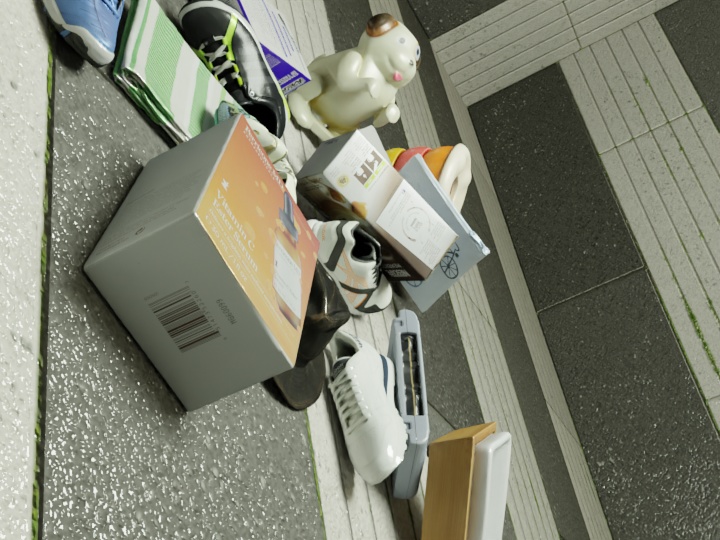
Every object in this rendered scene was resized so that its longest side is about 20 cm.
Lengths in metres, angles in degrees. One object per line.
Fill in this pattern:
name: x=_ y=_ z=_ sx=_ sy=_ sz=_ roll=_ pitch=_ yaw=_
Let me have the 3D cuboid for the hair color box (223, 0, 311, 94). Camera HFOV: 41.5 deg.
hair color box: x=-0.141 y=-0.308 z=1.250 sx=0.111 sy=0.064 sz=0.200 roll=66 pitch=15 yaw=11

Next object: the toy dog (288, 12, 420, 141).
toy dog: x=0.005 y=-0.290 z=1.444 sx=0.140 sy=0.199 sz=0.195 roll=44 pitch=21 yaw=-33

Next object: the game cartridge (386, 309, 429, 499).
game cartridge: x=0.055 y=0.167 z=1.168 sx=0.135 sy=0.040 sz=0.202 roll=101 pitch=-9 yaw=-45

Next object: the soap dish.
soap dish: x=0.124 y=0.287 z=1.140 sx=0.157 sy=0.080 sz=0.204 roll=6 pitch=89 yaw=-72

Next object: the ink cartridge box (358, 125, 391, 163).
ink cartridge box: x=0.009 y=-0.096 z=1.382 sx=0.115 sy=0.066 sz=0.203 roll=-29 pitch=96 yaw=-51

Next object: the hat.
hat: x=-0.057 y=0.041 z=1.002 sx=0.202 sy=0.080 sz=0.202 roll=58 pitch=18 yaw=-31

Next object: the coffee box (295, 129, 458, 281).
coffee box: x=0.018 y=-0.080 z=1.253 sx=0.200 sy=0.080 sz=0.114 roll=44 pitch=-18 yaw=-18

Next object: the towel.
towel: x=-0.177 y=-0.180 z=0.988 sx=0.200 sy=0.023 sz=0.154 roll=49 pitch=27 yaw=-41

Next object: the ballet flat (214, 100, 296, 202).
ballet flat: x=-0.100 y=-0.096 z=0.973 sx=0.074 sy=0.073 sz=0.203 roll=34 pitch=38 yaw=-63

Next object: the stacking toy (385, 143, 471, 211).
stacking toy: x=0.065 y=-0.147 z=1.495 sx=0.146 sy=0.197 sz=0.149 roll=18 pitch=90 yaw=-73

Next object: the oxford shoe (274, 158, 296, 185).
oxford shoe: x=-0.099 y=-0.103 z=1.116 sx=0.076 sy=0.057 sz=0.200 roll=60 pitch=14 yaw=-11

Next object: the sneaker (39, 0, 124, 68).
sneaker: x=-0.239 y=-0.271 z=0.848 sx=0.076 sy=0.076 sz=0.203 roll=43 pitch=29 yaw=-59

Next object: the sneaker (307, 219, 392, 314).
sneaker: x=0.000 y=0.000 z=1.235 sx=0.200 sy=0.079 sz=0.075 roll=44 pitch=47 yaw=-51

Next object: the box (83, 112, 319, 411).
box: x=-0.122 y=-0.013 z=0.805 sx=0.154 sy=0.105 sz=0.201 roll=58 pitch=19 yaw=-25

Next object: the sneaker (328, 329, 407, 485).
sneaker: x=-0.002 y=0.153 z=1.071 sx=0.081 sy=0.076 sz=0.201 roll=45 pitch=18 yaw=-32

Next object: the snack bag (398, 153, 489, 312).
snack bag: x=0.090 y=-0.058 z=1.430 sx=0.021 sy=0.200 sz=0.190 roll=-27 pitch=77 yaw=-38

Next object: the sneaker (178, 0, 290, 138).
sneaker: x=-0.141 y=-0.227 z=1.119 sx=0.201 sy=0.071 sz=0.084 roll=51 pitch=24 yaw=-33
